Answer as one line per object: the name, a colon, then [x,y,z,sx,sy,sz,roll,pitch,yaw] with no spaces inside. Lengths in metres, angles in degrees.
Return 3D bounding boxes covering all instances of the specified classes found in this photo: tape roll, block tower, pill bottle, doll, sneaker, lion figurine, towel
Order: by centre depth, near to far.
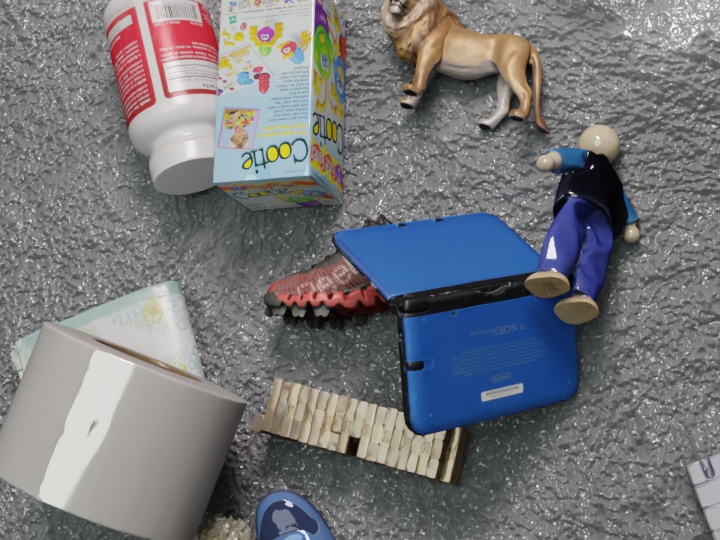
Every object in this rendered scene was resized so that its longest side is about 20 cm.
doll: [0.203,-0.057,1.224,0.048,0.136,0.201,-22,37,47]
tape roll: [-0.219,0.146,1.228,0.202,0.203,0.140,20,85,21]
sneaker: [-0.053,0.297,1.242,0.073,0.082,0.201,-20,71,7]
block tower: [0.000,0.151,1.277,0.199,0.054,0.058,11,80,20]
sneaker: [0.000,0.000,1.304,0.199,0.071,0.099,-10,75,14]
lion figurine: [0.108,-0.212,1.327,0.199,0.073,0.123,19,76,7]
towel: [-0.252,0.122,1.373,0.199,0.048,0.172,-21,75,13]
pill bottle: [-0.193,-0.187,1.389,0.112,0.112,0.201,-19,72,13]

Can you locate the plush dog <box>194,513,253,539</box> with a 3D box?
plush dog: [-0.150,0.335,1.219,0.160,0.172,0.200,38,90,22]

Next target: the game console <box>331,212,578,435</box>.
game console: [0.087,0.042,1.222,0.118,0.199,0.172,5,101,55]

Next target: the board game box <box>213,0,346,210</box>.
board game box: [-0.078,-0.173,1.352,0.104,0.103,0.202,-3,76,17]

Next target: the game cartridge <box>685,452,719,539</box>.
game cartridge: [0.394,0.194,1.148,0.199,0.038,0.130,-22,75,12]
